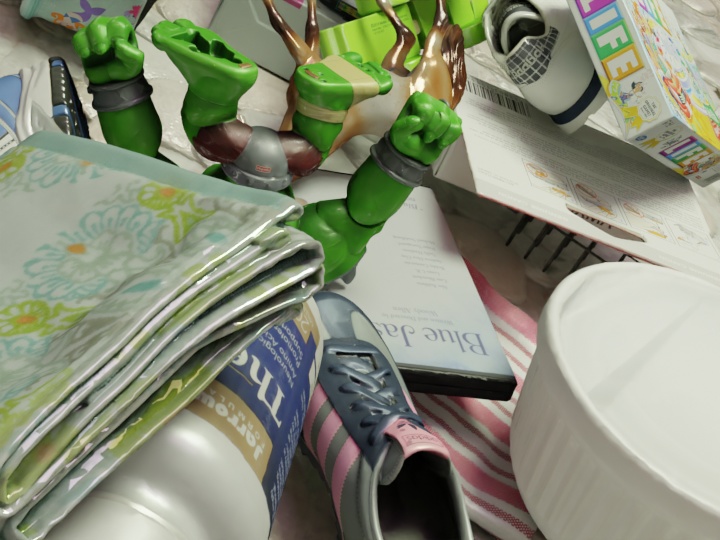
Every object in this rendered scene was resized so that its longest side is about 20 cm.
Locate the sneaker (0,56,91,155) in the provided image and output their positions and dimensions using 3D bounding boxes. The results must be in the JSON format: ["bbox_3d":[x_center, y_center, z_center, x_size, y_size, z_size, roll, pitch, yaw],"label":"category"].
[{"bbox_3d":[-0.169,-0.016,0.671,0.076,0.076,0.202,-11,51,-1],"label":"sneaker"}]

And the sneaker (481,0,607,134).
[{"bbox_3d":[0.122,-0.180,0.971,0.080,0.077,0.201,28,26,-24],"label":"sneaker"}]

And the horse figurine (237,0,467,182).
[{"bbox_3d":[0.002,-0.125,0.857,0.198,0.050,0.135,-8,87,-35],"label":"horse figurine"}]

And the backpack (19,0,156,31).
[{"bbox_3d":[-0.169,-0.253,0.883,0.149,0.178,0.202,14,45,-23],"label":"backpack"}]

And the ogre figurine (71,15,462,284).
[{"bbox_3d":[-0.059,-0.059,0.731,0.197,0.121,0.098,3,30,-26],"label":"ogre figurine"}]

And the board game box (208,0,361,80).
[{"bbox_3d":[-0.027,-0.213,1.069,0.146,0.065,0.201,27,31,-13],"label":"board game box"}]

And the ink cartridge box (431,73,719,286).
[{"bbox_3d":[0.144,-0.047,0.914,0.198,0.045,0.177,20,31,-15],"label":"ink cartridge box"}]

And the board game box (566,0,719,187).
[{"bbox_3d":[0.197,-0.137,0.927,0.199,0.034,0.136,10,56,-63],"label":"board game box"}]

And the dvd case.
[{"bbox_3d":[0.000,0.000,0.804,0.141,0.018,0.201,8,34,-20],"label":"dvd case"}]

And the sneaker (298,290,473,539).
[{"bbox_3d":[0.014,0.081,0.645,0.069,0.082,0.202,-4,56,-26],"label":"sneaker"}]

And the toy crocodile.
[{"bbox_3d":[0.034,-0.173,0.961,0.199,0.061,0.068,-35,111,-45],"label":"toy crocodile"}]

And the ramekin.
[{"bbox_3d":[0.170,0.095,0.730,0.200,0.095,0.204,17,35,-13],"label":"ramekin"}]

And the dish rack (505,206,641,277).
[{"bbox_3d":[0.167,-0.031,1.008,0.199,0.055,0.153,37,30,9],"label":"dish rack"}]

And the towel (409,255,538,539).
[{"bbox_3d":[0.069,0.065,0.804,0.146,0.030,0.200,37,31,7],"label":"towel"}]

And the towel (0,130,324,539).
[{"bbox_3d":[-0.131,0.015,0.525,0.198,0.049,0.171,15,44,41],"label":"towel"}]

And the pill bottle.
[{"bbox_3d":[-0.084,0.075,0.565,0.110,0.112,0.201,28,31,-8],"label":"pill bottle"}]
